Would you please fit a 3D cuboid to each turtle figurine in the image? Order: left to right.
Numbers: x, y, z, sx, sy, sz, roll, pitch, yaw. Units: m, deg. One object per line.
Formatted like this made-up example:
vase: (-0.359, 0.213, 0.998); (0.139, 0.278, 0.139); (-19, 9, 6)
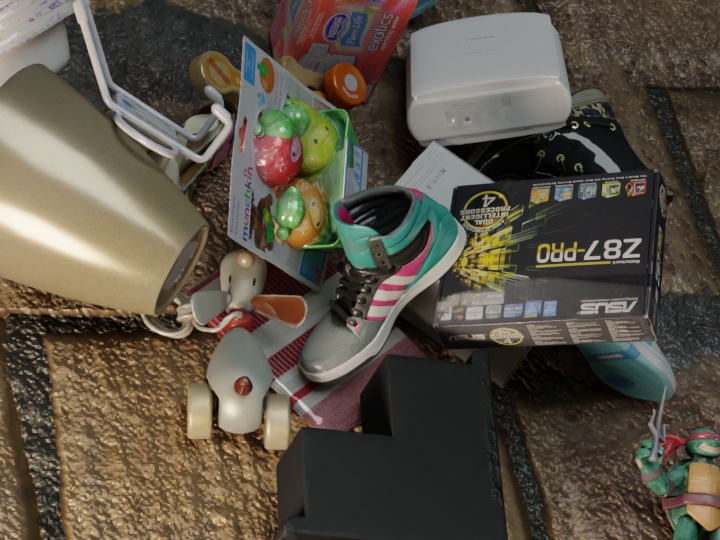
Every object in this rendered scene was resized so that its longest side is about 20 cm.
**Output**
turtle figurine: (0.322, 0.212, 1.717); (0.149, 0.101, 0.201); (4, 67, -2)

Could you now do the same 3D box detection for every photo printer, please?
photo printer: (0.129, -0.204, 1.916); (0.166, 0.070, 0.200); (-7, 29, 6)

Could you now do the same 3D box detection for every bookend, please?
bookend: (0.013, 0.165, 1.611); (0.199, 0.092, 0.199); (7, 56, -18)

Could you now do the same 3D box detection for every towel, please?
towel: (-0.049, 0.058, 1.733); (0.200, 0.023, 0.144); (44, 53, 15)

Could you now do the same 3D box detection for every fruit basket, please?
fruit basket: (-0.062, -0.093, 1.685); (0.093, 0.200, 0.186); (-1, 74, 18)

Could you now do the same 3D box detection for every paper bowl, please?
paper bowl: (-0.347, -0.197, 1.697); (0.201, 0.200, 0.105); (-43, 106, -39)

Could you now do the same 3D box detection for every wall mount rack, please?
wall mount rack: (-0.199, -0.170, 1.656); (0.174, 0.075, 0.200); (34, 7, -14)

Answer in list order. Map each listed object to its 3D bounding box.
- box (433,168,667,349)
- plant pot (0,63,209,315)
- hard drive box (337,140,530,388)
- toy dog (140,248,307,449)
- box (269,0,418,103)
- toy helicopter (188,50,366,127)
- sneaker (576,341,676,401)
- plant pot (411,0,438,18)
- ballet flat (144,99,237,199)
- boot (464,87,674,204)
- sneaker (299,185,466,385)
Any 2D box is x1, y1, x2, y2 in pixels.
box: (0.174, -0.009, 1.690); (0.199, 0.049, 0.162); (-3, 57, 21)
plant pot: (-0.239, -0.050, 1.617); (0.200, 0.188, 0.187); (30, 49, 7)
hard drive box: (0.104, -0.009, 1.810); (0.200, 0.077, 0.156); (36, 50, 7)
toy dog: (-0.108, 0.062, 1.640); (0.131, 0.096, 0.200); (-14, 63, -19)
box: (-0.016, -0.269, 1.879); (0.102, 0.200, 0.095); (2, 55, -20)
toy helicopter: (-0.086, -0.154, 1.814); (0.200, 0.079, 0.133); (21, 61, -38)
sneaker: (0.256, 0.029, 1.784); (0.200, 0.079, 0.131); (45, 55, -37)
plant pot: (-0.003, -0.400, 2.002); (0.199, 0.201, 0.196); (-1, 47, -23)
ballet flat: (-0.178, -0.100, 1.767); (0.069, 0.071, 0.200); (29, 49, 9)
boot: (0.218, -0.099, 1.931); (0.203, 0.074, 0.154); (-24, 69, -33)
sneaker: (0.000, 0.000, 1.660); (0.200, 0.121, 0.084); (-48, 44, -9)
